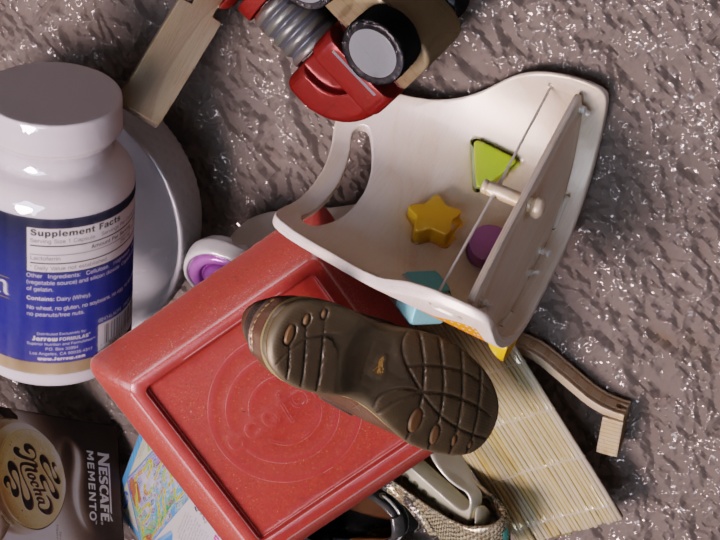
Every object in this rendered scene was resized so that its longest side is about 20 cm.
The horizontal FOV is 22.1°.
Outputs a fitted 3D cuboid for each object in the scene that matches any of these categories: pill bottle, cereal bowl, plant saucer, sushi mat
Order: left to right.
[{"bbox_3d":[-0.212,-0.032,1.264,0.115,0.116,0.201,16,122,17],"label":"pill bottle"},{"bbox_3d":[-0.200,-0.056,1.367,0.198,0.083,0.202,12,121,20],"label":"cereal bowl"},{"bbox_3d":[-0.052,0.090,1.269,0.199,0.037,0.201,-34,106,6],"label":"plant saucer"},{"bbox_3d":[0.102,0.111,1.322,0.095,0.012,0.201,-24,105,36],"label":"sushi mat"}]

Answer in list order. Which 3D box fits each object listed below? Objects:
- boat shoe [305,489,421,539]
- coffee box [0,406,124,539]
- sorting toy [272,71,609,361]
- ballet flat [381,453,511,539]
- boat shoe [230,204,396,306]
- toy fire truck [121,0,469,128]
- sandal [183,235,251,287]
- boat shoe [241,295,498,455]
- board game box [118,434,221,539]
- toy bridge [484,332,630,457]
[{"bbox_3d":[-0.040,0.178,1.430,0.199,0.068,0.072,0,117,31],"label":"boat shoe"},{"bbox_3d":[-0.284,0.171,1.447,0.079,0.199,0.114,-19,68,34],"label":"coffee box"},{"bbox_3d":[0.044,-0.045,1.215,0.179,0.201,0.107,20,149,17],"label":"sorting toy"},{"bbox_3d":[0.034,0.134,1.350,0.200,0.068,0.076,38,145,22],"label":"ballet flat"},{"bbox_3d":[0.000,0.000,1.315,0.198,0.072,0.069,-4,132,23],"label":"boat shoe"},{"bbox_3d":[-0.056,-0.161,1.228,0.176,0.129,0.200,46,138,-4],"label":"toy fire truck"},{"bbox_3d":[-0.041,0.048,1.306,0.202,0.050,0.083,28,143,0],"label":"sandal"},{"bbox_3d":[0.007,0.063,1.213,0.199,0.072,0.067,26,178,-33],"label":"boat shoe"},{"bbox_3d":[-0.122,0.159,1.442,0.135,0.034,0.201,49,132,30],"label":"board game box"},{"bbox_3d":[0.098,0.074,1.329,0.198,0.027,0.068,17,123,17],"label":"toy bridge"}]
